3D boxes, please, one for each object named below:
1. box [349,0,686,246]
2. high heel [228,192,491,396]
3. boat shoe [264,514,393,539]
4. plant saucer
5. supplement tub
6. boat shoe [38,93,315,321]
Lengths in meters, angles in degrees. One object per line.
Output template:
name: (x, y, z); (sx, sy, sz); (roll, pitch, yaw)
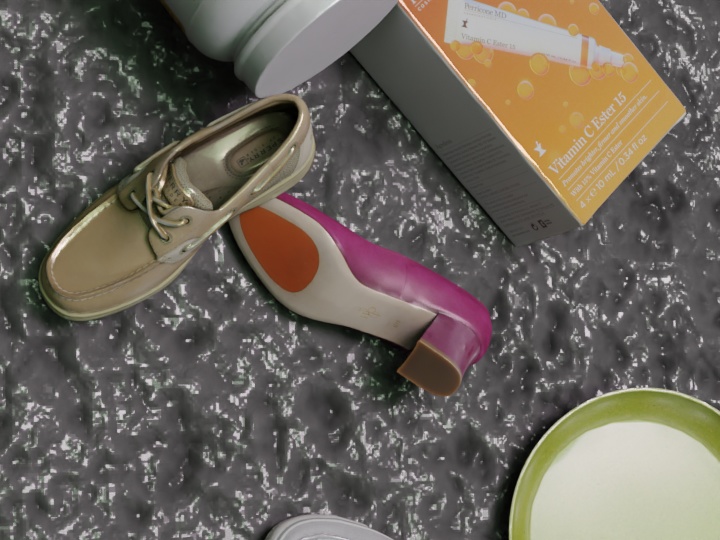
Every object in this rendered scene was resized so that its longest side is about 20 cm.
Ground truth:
box: (0.103, -0.136, 1.153); (0.200, 0.097, 0.124); (48, 68, -10)
high heel: (0.000, 0.000, 1.127); (0.200, 0.067, 0.096); (42, 31, -5)
boat shoe: (0.031, 0.216, 1.087); (0.200, 0.068, 0.072); (35, 71, -16)
plant saucer: (0.195, 0.183, 1.167); (0.199, 0.031, 0.201); (2, 81, -10)
supplement tub: (-0.076, -0.222, 1.041); (0.144, 0.145, 0.200); (-35, 84, -24)
boat shoe: (-0.114, -0.044, 1.041); (0.199, 0.065, 0.072); (-34, 77, -10)
